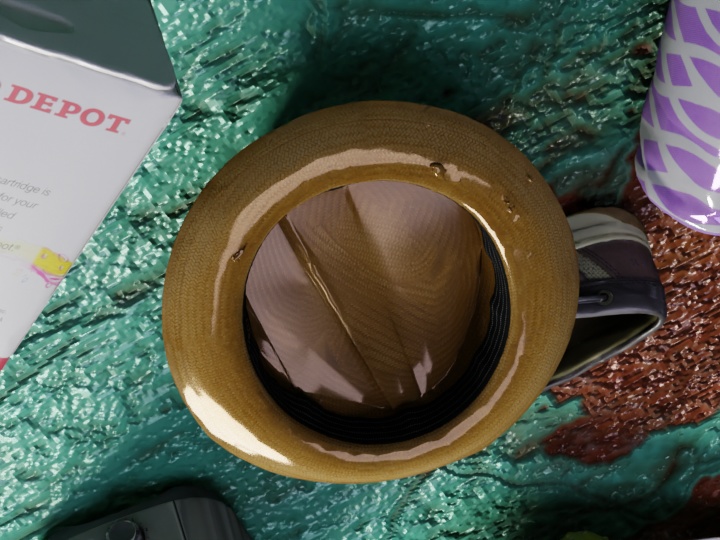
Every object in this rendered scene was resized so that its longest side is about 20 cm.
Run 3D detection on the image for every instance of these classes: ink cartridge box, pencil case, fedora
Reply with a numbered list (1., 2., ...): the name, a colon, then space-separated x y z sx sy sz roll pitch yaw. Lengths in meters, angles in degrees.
1. ink cartridge box: -0.185 -0.043 1.201 0.147 0.086 0.200 16 124 -33
2. pencil case: 0.176 -0.109 1.284 0.085 0.084 0.201 -23 144 -33
3. fedora: 0.000 0.000 1.313 0.199 0.082 0.202 -6 123 -9

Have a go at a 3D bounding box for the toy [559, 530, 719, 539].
1. toy: 0.120 0.173 1.563 0.199 0.047 0.116 1 130 -27

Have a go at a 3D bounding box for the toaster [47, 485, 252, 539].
1. toaster: -0.084 0.213 1.464 0.113 0.130 0.201 -19 137 -1

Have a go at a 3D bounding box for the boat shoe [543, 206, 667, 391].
1. boat shoe: 0.050 0.040 1.389 0.199 0.065 0.073 -31 137 10
